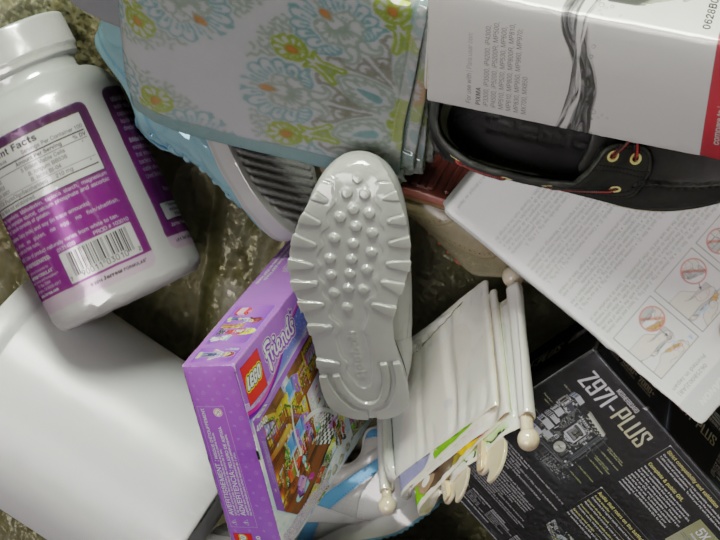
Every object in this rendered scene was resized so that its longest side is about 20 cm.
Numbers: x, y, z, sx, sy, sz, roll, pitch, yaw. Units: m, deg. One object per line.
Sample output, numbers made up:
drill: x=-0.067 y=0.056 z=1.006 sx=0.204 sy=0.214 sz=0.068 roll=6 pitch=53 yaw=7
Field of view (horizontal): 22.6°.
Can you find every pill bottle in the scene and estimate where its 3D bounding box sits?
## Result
pill bottle: x=-0.199 y=-0.069 z=1.227 sx=0.112 sy=0.112 sz=0.200 roll=-24 pitch=91 yaw=35

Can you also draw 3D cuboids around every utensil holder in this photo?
utensil holder: x=-0.189 y=0.123 z=1.306 sx=0.200 sy=0.170 sz=0.170 roll=33 pitch=127 yaw=4

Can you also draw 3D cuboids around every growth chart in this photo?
growth chart: x=0.056 y=0.085 z=1.154 sx=0.018 sy=0.145 sz=0.200 roll=14 pitch=153 yaw=-24

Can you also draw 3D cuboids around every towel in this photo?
towel: x=-0.047 y=-0.135 z=1.063 sx=0.200 sy=0.048 sz=0.171 roll=14 pitch=145 yaw=6

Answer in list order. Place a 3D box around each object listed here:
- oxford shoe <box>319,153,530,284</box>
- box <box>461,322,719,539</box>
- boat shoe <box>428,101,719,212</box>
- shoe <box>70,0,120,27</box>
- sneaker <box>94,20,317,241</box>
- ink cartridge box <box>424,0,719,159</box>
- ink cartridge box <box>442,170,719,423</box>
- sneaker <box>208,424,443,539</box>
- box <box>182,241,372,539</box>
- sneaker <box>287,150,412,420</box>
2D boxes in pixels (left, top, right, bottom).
oxford shoe: x=0.058 y=-0.033 z=1.151 sx=0.200 sy=0.070 sz=0.075 roll=22 pitch=129 yaw=16
box: x=0.172 y=0.140 z=1.177 sx=0.200 sy=0.086 sz=0.164 roll=48 pitch=128 yaw=-4
boat shoe: x=0.137 y=-0.073 z=1.012 sx=0.201 sy=0.063 sz=0.074 roll=8 pitch=93 yaw=7
shoe: x=-0.090 y=-0.179 z=1.146 sx=0.200 sy=0.091 sz=0.071 roll=25 pitch=145 yaw=-23
sneaker: x=-0.104 y=-0.099 z=1.202 sx=0.082 sy=0.074 sz=0.200 roll=-31 pitch=92 yaw=45
ink cartridge box: x=0.148 y=-0.148 z=0.970 sx=0.200 sy=0.147 sz=0.083 roll=12 pitch=140 yaw=13
ink cartridge box: x=0.173 y=-0.035 z=1.064 sx=0.200 sy=0.057 sz=0.163 roll=39 pitch=101 yaw=-2
sneaker: x=-0.034 y=0.164 z=1.314 sx=0.200 sy=0.076 sz=0.081 roll=-24 pitch=95 yaw=29
box: x=-0.044 y=0.073 z=1.180 sx=0.039 sy=0.200 sz=0.137 roll=-3 pitch=115 yaw=23
sneaker: x=0.000 y=0.000 z=1.141 sx=0.076 sy=0.081 sz=0.200 roll=6 pitch=130 yaw=8
